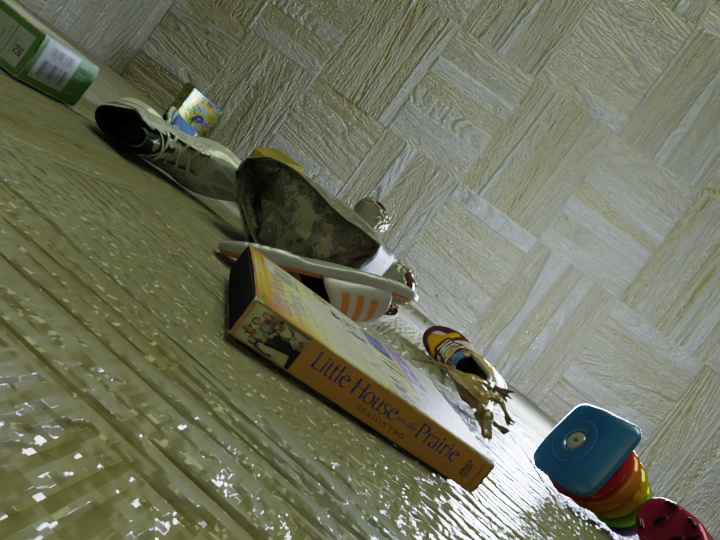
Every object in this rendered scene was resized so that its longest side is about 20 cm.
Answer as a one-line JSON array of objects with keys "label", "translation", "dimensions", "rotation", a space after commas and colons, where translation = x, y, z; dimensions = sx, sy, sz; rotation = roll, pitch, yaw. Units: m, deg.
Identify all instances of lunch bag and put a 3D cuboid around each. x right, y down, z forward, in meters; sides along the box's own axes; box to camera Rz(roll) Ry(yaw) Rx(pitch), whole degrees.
[{"label": "lunch bag", "translation": [-0.066, -0.049, 0.668], "dimensions": [0.200, 0.118, 0.164], "rotation": [43, 4, 10]}]

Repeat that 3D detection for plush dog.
[{"label": "plush dog", "translation": [0.000, 0.000, 0.923], "dimensions": [0.172, 0.159, 0.202], "rotation": [71, -3, -69]}]

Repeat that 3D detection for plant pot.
[{"label": "plant pot", "translation": [-0.413, -0.441, 2.378], "dimensions": [0.199, 0.201, 0.176], "rotation": [39, 14, 27]}]

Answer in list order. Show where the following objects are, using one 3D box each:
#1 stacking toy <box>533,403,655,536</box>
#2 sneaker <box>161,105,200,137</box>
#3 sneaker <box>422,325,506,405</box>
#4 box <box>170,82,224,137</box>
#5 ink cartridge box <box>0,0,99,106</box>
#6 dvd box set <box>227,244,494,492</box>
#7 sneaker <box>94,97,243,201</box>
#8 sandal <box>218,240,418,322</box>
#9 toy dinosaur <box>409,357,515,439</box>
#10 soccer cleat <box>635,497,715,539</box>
[{"label": "stacking toy", "translation": [0.316, 0.274, 0.643], "dimensions": [0.200, 0.110, 0.116], "rotation": [49, -9, -12]}, {"label": "sneaker", "translation": [-0.270, -0.192, 0.819], "dimensions": [0.089, 0.079, 0.200], "rotation": [35, 2, -9]}, {"label": "sneaker", "translation": [0.176, 0.154, 0.946], "dimensions": [0.200, 0.075, 0.090], "rotation": [39, -3, 42]}, {"label": "box", "translation": [-0.829, -0.791, 2.641], "dimensions": [0.200, 0.193, 0.122], "rotation": [36, 2, -44]}, {"label": "ink cartridge box", "translation": [-0.413, -0.283, 0.595], "dimensions": [0.199, 0.060, 0.104], "rotation": [38, 2, 2]}, {"label": "dvd box set", "translation": [-0.007, 0.064, 0.383], "dimensions": [0.199, 0.030, 0.146], "rotation": [38, 2, -20]}, {"label": "sneaker", "translation": [-0.231, -0.137, 0.645], "dimensions": [0.199, 0.076, 0.116], "rotation": [29, 13, -15]}, {"label": "sandal", "translation": [-0.043, 0.020, 0.518], "dimensions": [0.204, 0.060, 0.079], "rotation": [14, -1, -22]}, {"label": "toy dinosaur", "translation": [0.144, 0.153, 0.683], "dimensions": [0.101, 0.058, 0.200], "rotation": [36, 3, -22]}, {"label": "soccer cleat", "translation": [0.349, 0.319, 0.514], "dimensions": [0.087, 0.070, 0.200], "rotation": [50, 6, -23]}]
